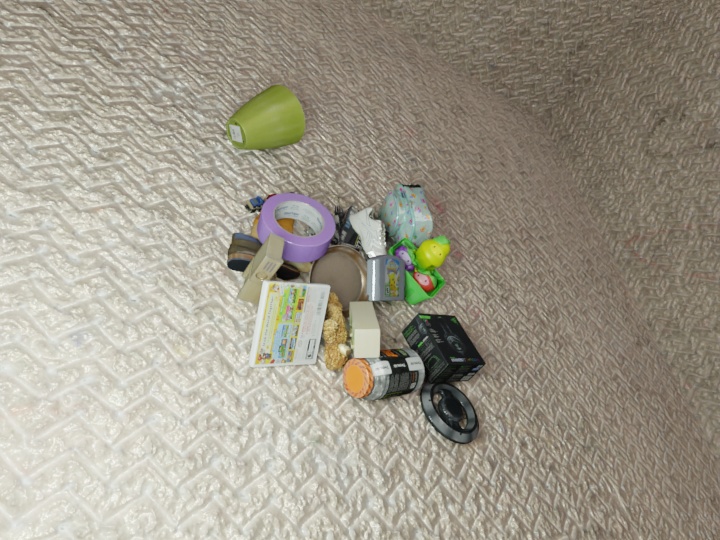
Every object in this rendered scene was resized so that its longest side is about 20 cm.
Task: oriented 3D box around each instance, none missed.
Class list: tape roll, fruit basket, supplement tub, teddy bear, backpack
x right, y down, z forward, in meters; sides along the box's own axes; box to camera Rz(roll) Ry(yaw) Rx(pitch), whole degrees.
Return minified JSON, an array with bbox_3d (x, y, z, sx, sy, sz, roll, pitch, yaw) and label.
[{"bbox_3d":[-0.170,-0.115,1.482,0.199,0.066,0.201,13,44,-13],"label":"tape roll"},{"bbox_3d":[0.192,-0.021,1.756,0.216,0.216,0.155,49,37,3],"label":"fruit basket"},{"bbox_3d":[0.059,0.265,1.430,0.199,0.123,0.123,2,55,-44],"label":"supplement tub"},{"bbox_3d":[-0.059,0.153,1.429,0.066,0.145,0.200,-5,43,3],"label":"teddy bear"},{"bbox_3d":[0.153,-0.172,1.880,0.153,0.176,0.201,-8,60,-29],"label":"backpack"}]

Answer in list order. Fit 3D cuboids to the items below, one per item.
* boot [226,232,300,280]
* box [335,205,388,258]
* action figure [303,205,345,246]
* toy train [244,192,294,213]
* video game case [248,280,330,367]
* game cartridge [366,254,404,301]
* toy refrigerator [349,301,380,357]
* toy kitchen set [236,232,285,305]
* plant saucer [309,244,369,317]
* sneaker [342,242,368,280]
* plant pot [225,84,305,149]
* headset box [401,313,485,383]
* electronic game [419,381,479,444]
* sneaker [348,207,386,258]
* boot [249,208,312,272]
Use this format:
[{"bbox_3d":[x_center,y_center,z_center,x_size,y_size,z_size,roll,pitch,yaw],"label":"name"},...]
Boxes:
[{"bbox_3d":[-0.248,-0.038,1.449,0.199,0.075,0.097,15,50,-32],"label":"boot"},{"bbox_3d":[0.001,-0.094,1.761,0.161,0.049,0.200,34,40,-13],"label":"box"},{"bbox_3d":[-0.103,-0.112,1.627,0.200,0.118,0.102,-82,154,-53],"label":"action figure"},{"bbox_3d":[-0.253,-0.199,1.613,0.200,0.046,0.034,-21,72,-51],"label":"toy train"},{"bbox_3d":[-0.164,0.126,1.312,0.182,0.201,0.023,5,10,-42],"label":"video game case"},{"bbox_3d":[0.078,0.021,1.611,0.200,0.040,0.134,3,83,-62],"label":"game cartridge"},{"bbox_3d":[0.005,0.148,1.440,0.070,0.076,0.200,-1,17,-5],"label":"toy refrigerator"},{"bbox_3d":[-0.175,0.058,1.342,0.199,0.180,0.164,23,44,-21],"label":"toy kitchen set"},{"bbox_3d":[-0.059,0.031,1.543,0.200,0.032,0.201,3,85,-33],"label":"plant saucer"},{"bbox_3d":[0.000,0.000,1.634,0.200,0.078,0.077,49,11,3],"label":"sneaker"},{"bbox_3d":[-0.304,-0.445,1.705,0.187,0.187,0.200,50,52,5],"label":"plant pot"},{"bbox_3d":[0.241,0.222,1.649,0.174,0.093,0.200,8,41,-39],"label":"headset box"},{"bbox_3d":[0.250,0.392,1.564,0.199,0.042,0.200,25,35,-19],"label":"electronic game"},{"bbox_3d":[0.040,-0.103,1.687,0.201,0.087,0.074,62,17,14],"label":"sneaker"},{"bbox_3d":[-0.201,-0.093,1.542,0.201,0.071,0.144,30,46,-11],"label":"boot"}]
